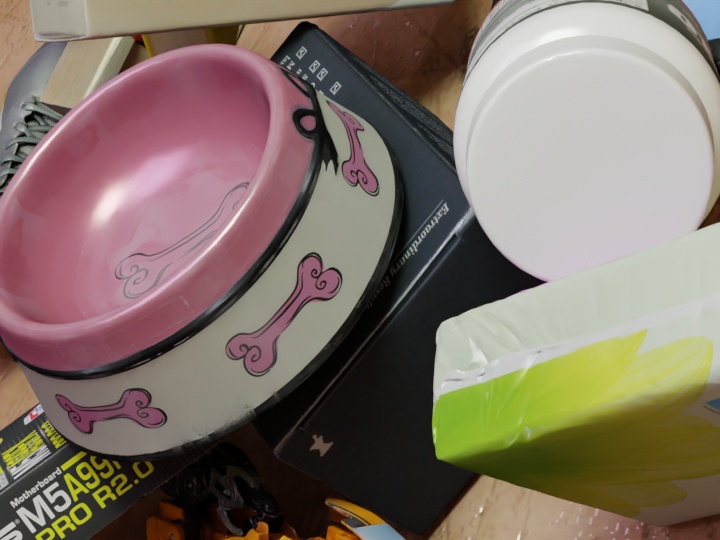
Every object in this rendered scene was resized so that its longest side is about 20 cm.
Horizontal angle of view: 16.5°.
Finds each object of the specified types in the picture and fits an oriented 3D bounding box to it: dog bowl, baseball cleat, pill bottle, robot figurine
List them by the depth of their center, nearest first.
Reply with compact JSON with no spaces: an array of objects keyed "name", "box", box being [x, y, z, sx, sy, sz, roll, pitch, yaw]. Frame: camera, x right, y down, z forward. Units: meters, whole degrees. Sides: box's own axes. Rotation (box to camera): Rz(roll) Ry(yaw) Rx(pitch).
[{"name":"pill bottle","box":[0.098,-0.062,1.047,0.114,0.114,0.200,-46,7,14]},{"name":"dog bowl","box":[-0.084,-0.017,1.108,0.200,0.074,0.200,-24,40,22]},{"name":"robot figurine","box":[-0.034,0.160,1.132,0.200,0.058,0.145,17,103,50]},{"name":"baseball cleat","box":[-0.188,-0.046,1.426,0.106,0.070,0.200,180,110,-81]}]

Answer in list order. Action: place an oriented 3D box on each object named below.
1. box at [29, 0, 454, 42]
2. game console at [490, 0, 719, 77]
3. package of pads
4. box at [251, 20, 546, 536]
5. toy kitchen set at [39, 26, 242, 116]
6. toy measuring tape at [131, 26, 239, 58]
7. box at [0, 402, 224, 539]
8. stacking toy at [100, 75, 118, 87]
[{"name":"box","box":[-0.059,-0.166,1.220,0.078,0.200,0.095,8,106,63]},{"name":"game console","box":[0.115,-0.181,1.177,0.200,0.116,0.176,-9,59,44]},{"name":"package of pads","box":[0.149,0.039,0.963,0.200,0.154,0.068,-19,63,37]},{"name":"box","box":[0.000,0.000,1.183,0.148,0.107,0.200,-50,39,8]},{"name":"toy kitchen set","box":[-0.090,-0.172,1.348,0.180,0.163,0.200,14,76,50]},{"name":"toy measuring tape","box":[-0.080,-0.113,1.310,0.074,0.200,0.074,-15,25,7]},{"name":"box","box":[-0.149,0.097,1.214,0.160,0.044,0.200,-36,8,-7]},{"name":"stacking toy","box":[-0.127,-0.046,1.292,0.200,0.085,0.085,120,162,-63]}]
